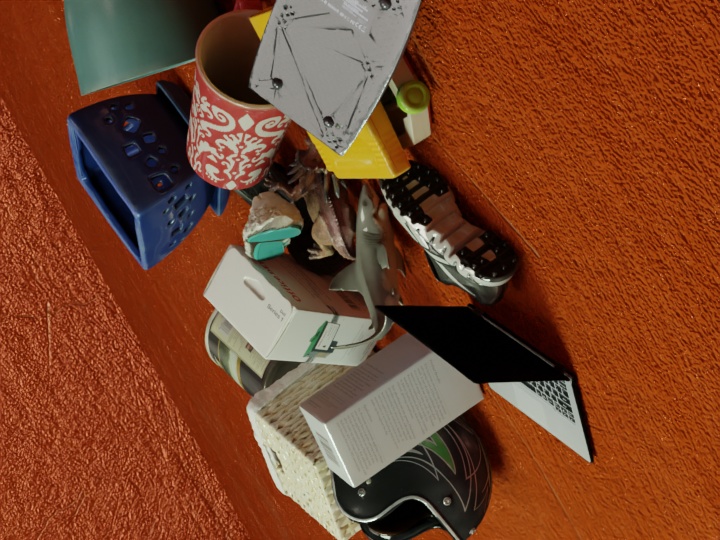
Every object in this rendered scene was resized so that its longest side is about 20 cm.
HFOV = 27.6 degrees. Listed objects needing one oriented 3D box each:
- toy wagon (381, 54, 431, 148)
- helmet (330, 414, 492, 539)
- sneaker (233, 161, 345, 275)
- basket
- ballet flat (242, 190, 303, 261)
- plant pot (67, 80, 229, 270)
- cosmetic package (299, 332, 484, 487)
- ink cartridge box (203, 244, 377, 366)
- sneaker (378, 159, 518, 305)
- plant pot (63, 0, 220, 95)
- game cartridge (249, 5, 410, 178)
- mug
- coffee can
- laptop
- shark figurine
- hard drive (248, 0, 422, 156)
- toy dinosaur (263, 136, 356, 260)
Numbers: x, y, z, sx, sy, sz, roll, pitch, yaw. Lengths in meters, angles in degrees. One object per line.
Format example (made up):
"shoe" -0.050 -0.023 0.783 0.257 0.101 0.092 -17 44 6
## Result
"toy wagon" 0.004 -0.216 1.487 0.200 0.040 0.155 61 162 -7
"helmet" 0.069 0.255 1.850 0.200 0.190 0.201 -13 -90 -80
"sneaker" -0.094 -0.081 1.926 0.199 0.076 0.114 44 -173 -9
"basket" -0.023 0.234 2.044 0.161 0.200 0.199 38 154 41
"ballet flat" -0.113 -0.059 1.745 0.072 0.072 0.200 57 165 2
"plant pot" -0.304 -0.153 2.176 0.200 0.179 0.200 53 162 16
"cosmetic package" 0.039 0.155 1.743 0.071 0.200 0.102 28 146 58
"ink cartridge box" -0.083 0.047 1.893 0.146 0.084 0.200 42 -160 33
"sneaker" 0.085 -0.033 1.526 0.200 0.066 0.091 45 156 29
"plant pot" -0.275 -0.324 1.814 0.200 0.200 0.162 5 114 68
"game cartridge" -0.035 -0.187 1.520 0.200 0.032 0.176 64 161 -13
"mug" -0.128 -0.205 1.711 0.133 0.178 0.200 27 149 1
"coffee can" -0.130 0.129 2.237 0.200 0.146 0.147 36 153 50
"laptop" 0.134 0.122 1.574 0.187 0.116 0.200 37 153 49
"shark figurine" 0.004 0.022 1.688 0.128 0.089 0.215 65 -160 -51
"hard drive" -0.021 -0.220 1.389 0.135 0.042 0.200 37 132 9
"toy dinosaur" -0.037 -0.078 1.739 0.200 0.086 0.135 63 164 -7
